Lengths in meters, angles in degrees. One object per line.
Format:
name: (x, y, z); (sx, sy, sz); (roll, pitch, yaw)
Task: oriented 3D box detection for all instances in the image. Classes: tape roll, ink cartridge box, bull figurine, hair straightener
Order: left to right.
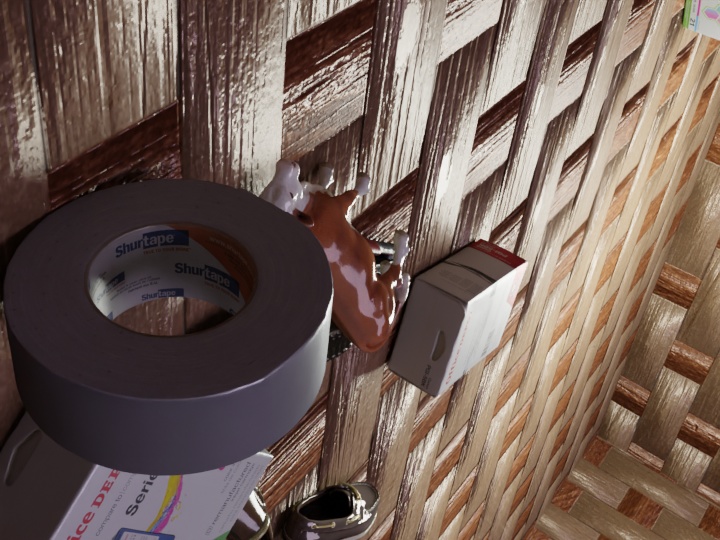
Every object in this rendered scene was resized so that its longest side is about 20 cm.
ink cartridge box: (-0.178, 0.168, 0.765); (0.146, 0.087, 0.200); (-59, 146, -3)
tape roll: (-0.117, 0.027, 0.626); (0.200, 0.199, 0.067); (-41, 150, -40)
bull figurine: (-0.022, -0.025, 0.878); (0.122, 0.065, 0.201); (-54, 126, -40)
hair straightener: (0.000, 0.000, 1.067); (0.078, 0.041, 0.200); (-66, 162, 11)
ink cartridge box: (0.132, 0.059, 1.344); (0.199, 0.082, 0.148); (-27, 139, -55)
ink cartridge box: (0.684, -0.468, 1.770); (0.076, 0.199, 0.148); (-55, 156, -13)

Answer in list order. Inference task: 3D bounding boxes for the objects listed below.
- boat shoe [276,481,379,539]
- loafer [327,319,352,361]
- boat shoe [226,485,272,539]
boat shoe: (-0.031, 0.314, 1.307); (0.199, 0.072, 0.060); (-11, 130, -55)
loafer: (-0.089, 0.064, 0.906); (0.198, 0.068, 0.076); (-14, 144, -41)
boat shoe: (-0.122, 0.241, 1.018); (0.075, 0.074, 0.203); (-50, 155, -26)
